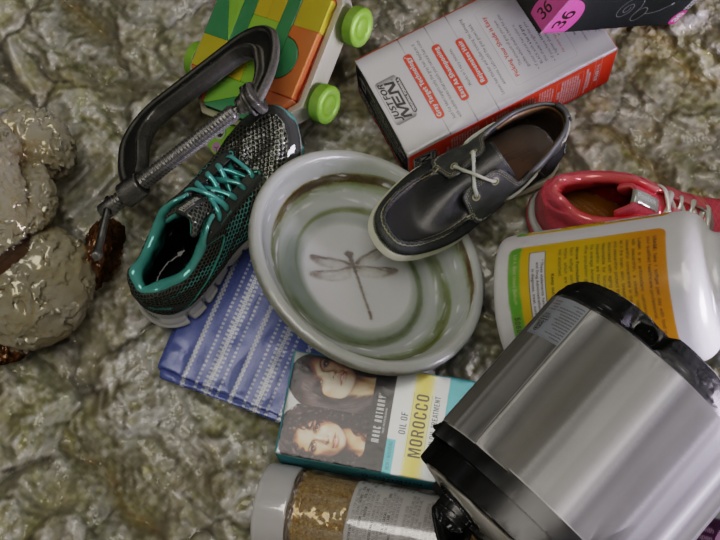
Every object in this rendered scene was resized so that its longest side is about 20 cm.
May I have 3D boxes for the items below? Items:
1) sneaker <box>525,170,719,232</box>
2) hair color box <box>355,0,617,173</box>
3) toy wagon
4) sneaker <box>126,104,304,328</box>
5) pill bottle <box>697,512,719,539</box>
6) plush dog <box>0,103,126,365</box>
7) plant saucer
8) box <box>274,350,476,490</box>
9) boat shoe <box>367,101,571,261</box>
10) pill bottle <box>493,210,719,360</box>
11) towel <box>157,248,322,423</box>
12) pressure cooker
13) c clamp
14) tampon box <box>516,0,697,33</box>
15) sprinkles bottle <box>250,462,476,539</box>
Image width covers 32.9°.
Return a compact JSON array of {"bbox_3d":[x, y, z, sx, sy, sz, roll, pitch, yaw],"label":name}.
[{"bbox_3d":[0.231,-0.036,0.967,0.197,0.087,0.075,8,74,6],"label":"sneaker"},{"bbox_3d":[0.105,-0.169,1.028,0.198,0.061,0.102,-26,72,-5],"label":"hair color box"},{"bbox_3d":[-0.082,-0.171,1.024,0.154,0.039,0.202,22,89,30],"label":"toy wagon"},{"bbox_3d":[-0.113,-0.045,0.953,0.077,0.091,0.201,31,87,11],"label":"sneaker"},{"bbox_3d":[0.252,0.216,0.867,0.111,0.112,0.203,13,81,7],"label":"pill bottle"},{"bbox_3d":[-0.284,-0.018,0.977,0.199,0.160,0.172,-40,101,-7],"label":"plush dog"},{"bbox_3d":[0.000,0.000,0.955,0.197,0.050,0.202,14,53,-18],"label":"plant saucer"},{"bbox_3d":[0.039,0.121,0.930,0.197,0.049,0.084,9,74,5],"label":"box"},{"bbox_3d":[0.088,-0.076,0.968,0.199,0.068,0.072,-31,76,-26],"label":"boat shoe"},{"bbox_3d":[0.208,0.017,0.908,0.197,0.111,0.113,-8,71,23],"label":"pill bottle"},{"bbox_3d":[-0.052,0.055,0.994,0.197,0.024,0.146,20,73,8],"label":"towel"},{"bbox_3d":[0.134,0.131,0.790,0.178,0.176,0.200,41,82,18],"label":"pressure cooker"},{"bbox_3d":[-0.136,-0.110,0.970,0.199,0.027,0.172,-38,33,13],"label":"c clamp"},{"bbox_3d":[0.213,-0.288,0.967,0.198,0.150,0.127,-15,67,-43],"label":"tampon box"},{"bbox_3d":[0.019,0.194,0.909,0.197,0.068,0.069,8,73,12],"label":"sprinkles bottle"}]
